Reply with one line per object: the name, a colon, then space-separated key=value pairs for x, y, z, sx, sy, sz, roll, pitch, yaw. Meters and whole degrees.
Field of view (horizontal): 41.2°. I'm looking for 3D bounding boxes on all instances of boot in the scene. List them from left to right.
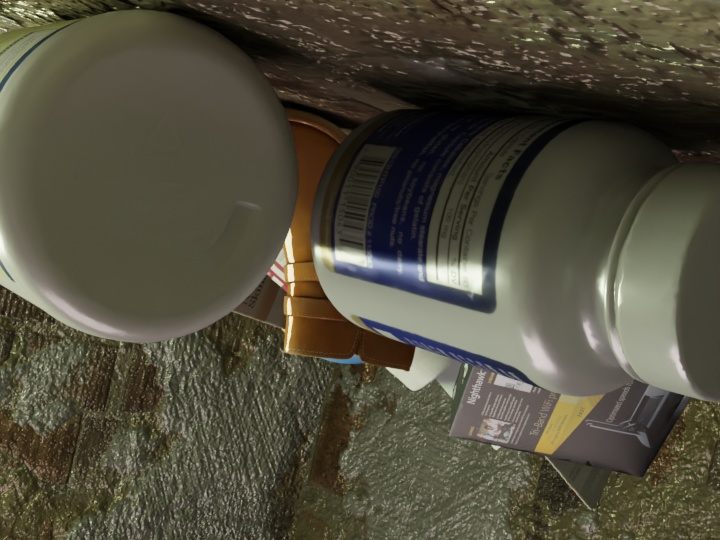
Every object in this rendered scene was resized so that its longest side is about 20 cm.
boot: x=-0.034 y=-0.021 z=0.634 sx=0.200 sy=0.155 sz=0.074 roll=14 pitch=-179 yaw=-7

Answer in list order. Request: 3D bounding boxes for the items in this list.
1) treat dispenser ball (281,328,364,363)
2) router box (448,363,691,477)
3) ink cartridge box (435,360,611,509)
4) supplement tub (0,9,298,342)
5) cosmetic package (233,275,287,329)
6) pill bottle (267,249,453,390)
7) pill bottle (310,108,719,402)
treat dispenser ball: x=-0.009 y=0.004 z=1.075 sx=0.201 sy=0.201 sz=0.201 roll=14 pitch=180 yaw=0
router box: x=0.162 y=0.058 z=0.694 sx=0.157 sy=0.200 sz=0.052 roll=13 pitch=-138 yaw=-1
ink cartridge box: x=0.172 y=0.098 z=0.873 sx=0.044 sy=0.174 sz=0.200 roll=-37 pitch=-177 yaw=42
supplement tub: x=-0.139 y=-0.052 z=0.485 sx=0.145 sy=0.145 sz=0.200 roll=14 pitch=-179 yaw=-37
cosmetic package: x=-0.122 y=-0.016 z=0.897 sx=0.087 sy=0.104 sz=0.200 roll=20 pitch=177 yaw=25
pill bottle: x=0.000 y=0.000 z=0.791 sx=0.200 sy=0.110 sz=0.110 roll=42 pitch=179 yaw=-3
pill bottle: x=0.080 y=-0.010 z=0.433 sx=0.120 sy=0.120 sz=0.200 roll=14 pitch=-179 yaw=-41
